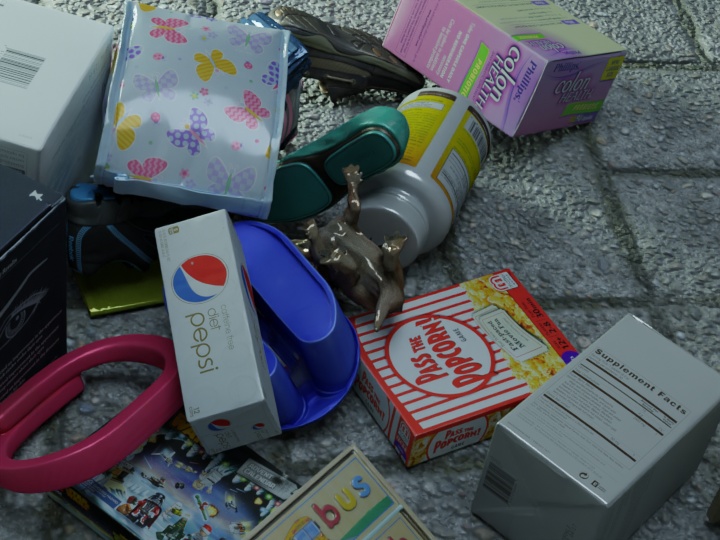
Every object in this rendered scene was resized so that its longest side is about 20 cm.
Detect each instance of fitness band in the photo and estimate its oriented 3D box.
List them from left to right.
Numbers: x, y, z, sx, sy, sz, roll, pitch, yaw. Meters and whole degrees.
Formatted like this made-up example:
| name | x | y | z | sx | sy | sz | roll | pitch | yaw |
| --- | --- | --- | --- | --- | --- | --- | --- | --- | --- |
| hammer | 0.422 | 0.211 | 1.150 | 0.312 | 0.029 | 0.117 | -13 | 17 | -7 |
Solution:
| name | x | y | z | sx | sy | sz | roll | pitch | yaw |
| --- | --- | --- | --- | --- | --- | --- | --- | --- | --- |
| fitness band | -0.230 | 0.119 | 1.345 | 0.143 | 0.038 | 0.200 | 5 | 33 | 33 |

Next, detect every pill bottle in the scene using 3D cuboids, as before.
| name | x | y | z | sx | sy | sz | roll | pitch | yaw |
| --- | --- | --- | --- | --- | --- | --- | --- | --- | --- |
| pill bottle | 0.055 | -0.091 | 1.617 | 0.109 | 0.110 | 0.200 | 20 | 44 | 10 |

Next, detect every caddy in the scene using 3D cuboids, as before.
| name | x | y | z | sx | sy | sz | roll | pitch | yaw |
| --- | --- | --- | --- | --- | --- | --- | --- | --- | --- |
| caddy | -0.090 | 0.053 | 1.443 | 0.141 | 0.105 | 0.200 | -35 | 57 | -10 |

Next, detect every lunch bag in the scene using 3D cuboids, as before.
| name | x | y | z | sx | sy | sz | roll | pitch | yaw |
| --- | --- | --- | --- | --- | --- | --- | --- | --- | --- |
| lunch bag | -0.159 | -0.137 | 1.492 | 0.169 | 0.127 | 0.201 | 8 | 49 | -9 |

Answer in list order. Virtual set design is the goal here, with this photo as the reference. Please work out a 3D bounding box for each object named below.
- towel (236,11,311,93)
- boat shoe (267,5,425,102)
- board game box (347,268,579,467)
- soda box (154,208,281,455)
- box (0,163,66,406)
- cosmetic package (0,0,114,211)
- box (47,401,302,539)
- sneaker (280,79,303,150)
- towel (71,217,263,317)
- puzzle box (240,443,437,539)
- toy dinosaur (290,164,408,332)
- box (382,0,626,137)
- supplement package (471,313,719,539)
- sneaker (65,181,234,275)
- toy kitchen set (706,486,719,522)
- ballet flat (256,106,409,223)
| name | x | y | z | sx | sy | sz | roll | pitch | yaw |
| --- | --- | --- | --- | --- | --- | --- | --- | --- | --- |
| towel | -0.151 | -0.179 | 1.636 | 0.200 | 0.049 | 0.112 | -44 | 50 | -4 |
| boat shoe | -0.024 | -0.230 | 1.775 | 0.199 | 0.073 | 0.075 | 18 | 25 | -23 |
| board game box | 0.093 | 0.087 | 1.484 | 0.199 | 0.046 | 0.152 | -17 | 50 | -26 |
| soda box | -0.122 | 0.050 | 1.349 | 0.068 | 0.064 | 0.201 | -16 | 56 | 2 |
| box | -0.330 | 0.028 | 1.344 | 0.104 | 0.201 | 0.148 | 24 | 44 | 16 |
| cosmetic package | -0.321 | -0.111 | 1.492 | 0.122 | 0.200 | 0.200 | 16 | 43 | 2 |
| box | -0.143 | 0.192 | 1.329 | 0.200 | 0.040 | 0.137 | 32 | 46 | 21 |
| sneaker | -0.096 | -0.140 | 1.670 | 0.070 | 0.082 | 0.201 | -6 | 57 | 33 |
| towel | -0.177 | -0.005 | 1.545 | 0.199 | 0.018 | 0.086 | -11 | 47 | -22 |
| puzzle box | -0.029 | 0.243 | 1.275 | 0.133 | 0.025 | 0.200 | 48 | 51 | 5 |
| toy dinosaur | 0.000 | 0.000 | 1.479 | 0.086 | 0.136 | 0.200 | -28 | 48 | -11 |
| box | 0.161 | -0.247 | 1.777 | 0.200 | 0.097 | 0.176 | 37 | 30 | 26 |
| supplement package | 0.210 | 0.154 | 1.384 | 0.120 | 0.122 | 0.200 | 36 | 48 | 25 |
| sneaker | -0.202 | -0.046 | 1.527 | 0.199 | 0.082 | 0.073 | -8 | 26 | -44 |
| toy kitchen set | 0.435 | 0.207 | 1.334 | 0.199 | 0.181 | 0.164 | -5 | 46 | -18 |
| ballet flat | -0.027 | -0.104 | 1.560 | 0.067 | 0.200 | 0.070 | 54 | 37 | -15 |
